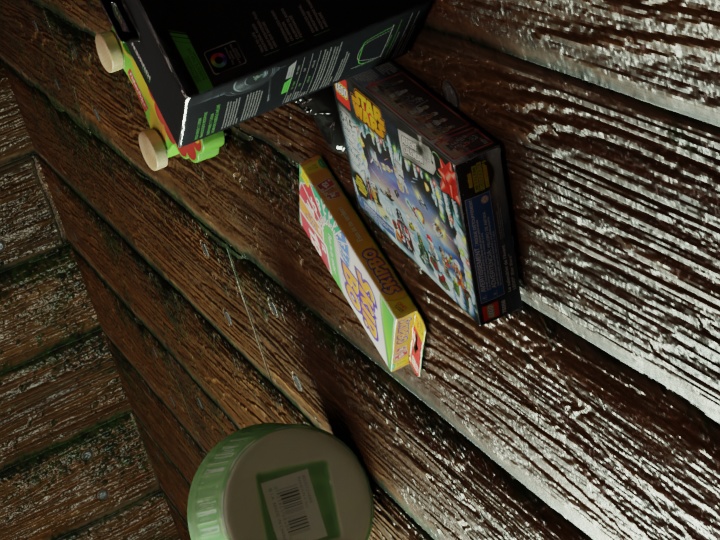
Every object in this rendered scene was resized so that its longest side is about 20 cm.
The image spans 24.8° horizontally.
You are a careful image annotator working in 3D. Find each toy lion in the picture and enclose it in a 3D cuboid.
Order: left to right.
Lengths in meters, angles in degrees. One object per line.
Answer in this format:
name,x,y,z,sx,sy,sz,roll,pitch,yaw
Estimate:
toy lion,-0.212,-0.208,1.790,0.201,0.068,0.192,65,157,7

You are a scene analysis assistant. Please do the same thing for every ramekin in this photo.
ramekin,-0.082,0.262,1.788,0.201,0.199,0.098,65,157,2

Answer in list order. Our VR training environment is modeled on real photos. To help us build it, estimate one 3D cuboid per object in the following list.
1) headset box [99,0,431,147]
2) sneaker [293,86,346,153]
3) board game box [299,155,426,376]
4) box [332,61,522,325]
headset box,-0.083,-0.204,1.120,0.175,0.199,0.093,64,164,11
sneaker,-0.075,-0.174,1.308,0.060,0.104,0.201,27,138,65
board game box,0.000,0.000,1.458,0.200,0.030,0.096,55,161,26
box,0.045,-0.066,1.193,0.200,0.040,0.137,45,153,51
